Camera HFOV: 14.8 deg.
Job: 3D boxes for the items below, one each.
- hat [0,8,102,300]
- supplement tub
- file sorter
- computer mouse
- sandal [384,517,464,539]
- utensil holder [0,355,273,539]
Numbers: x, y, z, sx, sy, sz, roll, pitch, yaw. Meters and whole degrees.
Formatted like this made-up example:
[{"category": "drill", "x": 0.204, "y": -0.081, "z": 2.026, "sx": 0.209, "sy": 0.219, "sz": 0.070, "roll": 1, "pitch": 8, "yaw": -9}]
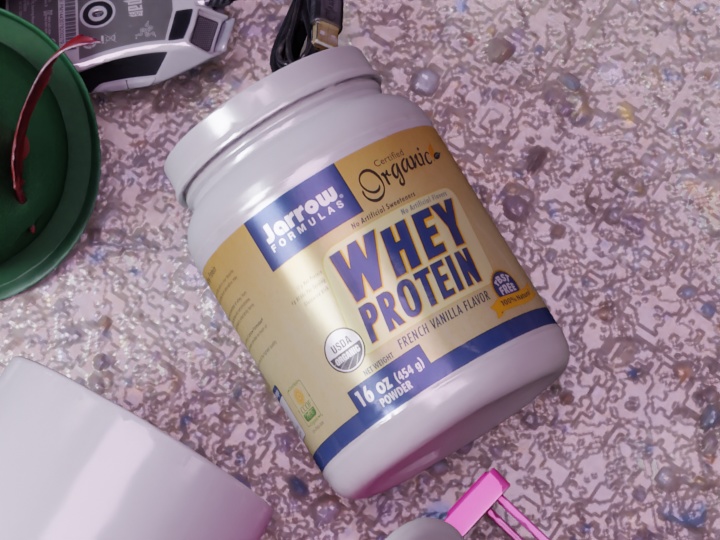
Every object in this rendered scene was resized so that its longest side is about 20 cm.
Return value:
[{"category": "hat", "x": -0.208, "y": -0.040, "z": 1.390, "sx": 0.165, "sy": 0.176, "sz": 0.201, "roll": -5, "pitch": 113, "yaw": -6}, {"category": "supplement tub", "x": 0.000, "y": 0.000, "z": 1.430, "sx": 0.144, "sy": 0.144, "sz": 0.200, "roll": -32, "pitch": 80, "yaw": -3}, {"category": "file sorter", "x": 0.040, "y": 0.218, "z": 1.394, "sx": 0.125, "sy": 0.139, "sz": 0.200, "roll": 43, "pitch": 84, "yaw": 6}, {"category": "computer mouse", "x": -0.105, "y": -0.134, "z": 1.505, "sx": 0.199, "sy": 0.044, "sz": 0.110, "roll": -7, "pitch": 58, "yaw": 5}, {"category": "sandal", "x": -0.003, "y": 0.211, "z": 1.298, "sx": 0.050, "sy": 0.082, "sz": 0.203, "roll": 10, "pitch": 83, "yaw": 44}, {"category": "utensil holder", "x": -0.158, "y": 0.168, "z": 1.396, "sx": 0.170, "sy": 0.170, "sz": 0.200, "roll": 30, "pitch": 81, "yaw": 7}]
